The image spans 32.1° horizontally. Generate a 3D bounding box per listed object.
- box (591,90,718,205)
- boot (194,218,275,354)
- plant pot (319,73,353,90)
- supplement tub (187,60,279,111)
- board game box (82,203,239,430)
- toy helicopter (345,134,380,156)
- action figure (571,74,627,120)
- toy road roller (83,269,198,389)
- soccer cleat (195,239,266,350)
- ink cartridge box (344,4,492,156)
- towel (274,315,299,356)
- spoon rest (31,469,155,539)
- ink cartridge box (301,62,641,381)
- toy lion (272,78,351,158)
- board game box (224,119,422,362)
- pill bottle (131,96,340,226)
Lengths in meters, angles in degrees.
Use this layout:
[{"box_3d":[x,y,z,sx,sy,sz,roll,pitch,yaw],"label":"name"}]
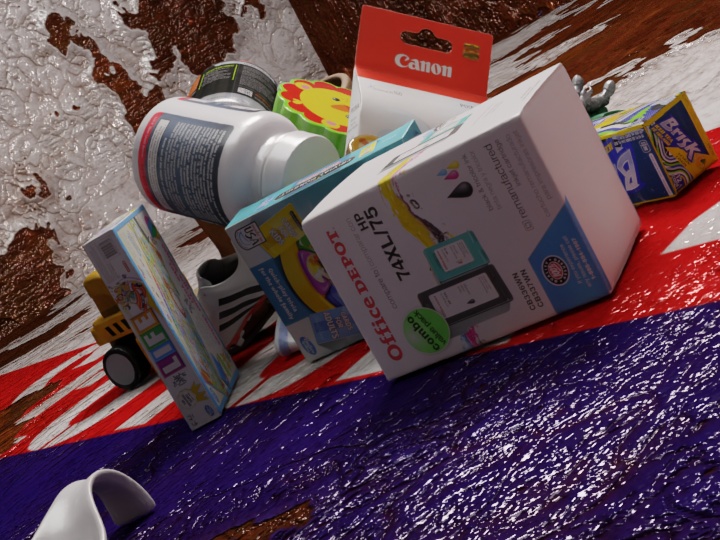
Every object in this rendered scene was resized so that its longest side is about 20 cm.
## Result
[{"box_3d":[0.215,-0.094,1.108,0.064,0.071,0.199,-36,12,-27],"label":"box"},{"box_3d":[-0.157,-0.015,1.391,0.186,0.202,0.069,-24,16,24],"label":"boot"},{"box_3d":[-0.038,-0.120,1.583,0.199,0.175,0.201,-37,20,16],"label":"plant pot"},{"box_3d":[-0.149,-0.171,1.464,0.121,0.123,0.201,-27,23,12],"label":"supplement tub"},{"box_3d":[-0.189,0.042,1.215,0.034,0.202,0.135,-28,10,8],"label":"board game box"},{"box_3d":[0.077,-0.084,1.220,0.080,0.197,0.133,99,-168,-45],"label":"toy helicopter"},{"box_3d":[0.217,-0.176,1.371,0.117,0.056,0.199,11,23,30],"label":"action figure"},{"box_3d":[-0.251,0.042,1.541,0.198,0.147,0.123,-23,12,33],"label":"toy road roller"},{"box_3d":[-0.147,0.035,1.315,0.200,0.085,0.069,-49,19,31],"label":"soccer cleat"},{"box_3d":[0.069,-0.171,1.311,0.158,0.204,0.047,9,-9,-18],"label":"ink cartridge box"},{"box_3d":[0.000,0.000,1.253,0.198,0.024,0.148,-25,34,24],"label":"towel"},{"box_3d":[-0.209,0.200,0.909,0.098,0.061,0.200,-27,10,15],"label":"spoon rest"},{"box_3d":[0.088,-0.036,0.969,0.198,0.148,0.146,-25,12,29],"label":"ink cartridge box"},{"box_3d":[0.002,-0.155,1.395,0.189,0.069,0.200,1,32,-32],"label":"toy lion"},{"box_3d":[-0.002,-0.022,1.128,0.198,0.152,0.047,-25,17,27],"label":"board game box"},{"box_3d":[-0.121,-0.102,1.244,0.198,0.121,0.119,15,38,37],"label":"pill bottle"}]
